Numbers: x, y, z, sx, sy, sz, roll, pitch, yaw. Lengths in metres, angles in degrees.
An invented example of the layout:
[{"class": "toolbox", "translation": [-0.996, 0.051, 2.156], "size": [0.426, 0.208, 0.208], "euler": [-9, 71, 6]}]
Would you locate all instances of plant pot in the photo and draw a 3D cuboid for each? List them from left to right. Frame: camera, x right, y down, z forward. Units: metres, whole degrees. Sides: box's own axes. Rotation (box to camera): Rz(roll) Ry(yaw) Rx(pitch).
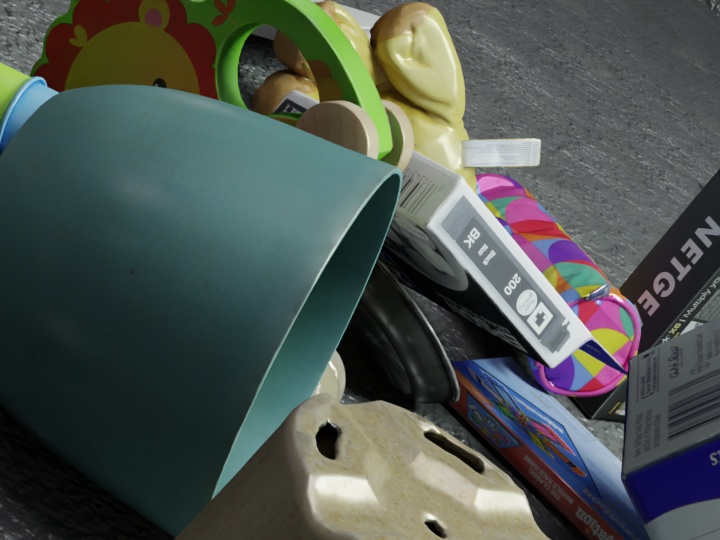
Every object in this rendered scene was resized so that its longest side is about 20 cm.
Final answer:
[{"class": "plant pot", "translation": [-0.096, 0.007, 0.992], "size": [0.160, 0.202, 0.201], "euler": [27, 19, 7]}, {"class": "plant pot", "translation": [-0.016, 0.156, 0.783], "size": [0.200, 0.184, 0.201], "euler": [31, 21, -13]}]

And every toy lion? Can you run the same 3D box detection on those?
[{"class": "toy lion", "translation": [-0.094, -0.092, 1.209], "size": [0.192, 0.200, 0.069], "euler": [59, 26, 9]}]

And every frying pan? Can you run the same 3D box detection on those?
[{"class": "frying pan", "translation": [0.009, 0.010, 1.244], "size": [0.115, 0.031, 0.191], "euler": [44, -17, 43]}]

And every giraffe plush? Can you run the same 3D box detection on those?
[{"class": "giraffe plush", "translation": [0.006, -0.104, 1.480], "size": [0.199, 0.174, 0.162], "euler": [16, 4, -20]}]

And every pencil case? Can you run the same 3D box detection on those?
[{"class": "pencil case", "translation": [0.118, 0.008, 1.454], "size": [0.088, 0.089, 0.200], "euler": [24, 16, -30]}]

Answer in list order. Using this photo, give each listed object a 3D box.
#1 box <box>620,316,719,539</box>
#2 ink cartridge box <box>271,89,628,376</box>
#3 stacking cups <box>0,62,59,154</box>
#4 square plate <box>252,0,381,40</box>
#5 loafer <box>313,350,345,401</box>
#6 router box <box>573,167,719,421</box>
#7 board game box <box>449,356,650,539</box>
[{"class": "box", "translation": [0.236, 0.146, 1.216], "size": [0.201, 0.104, 0.184], "euler": [62, 16, -13]}, {"class": "ink cartridge box", "translation": [0.049, -0.011, 1.302], "size": [0.200, 0.043, 0.198], "euler": [46, -9, -36]}, {"class": "stacking cups", "translation": [-0.172, -0.073, 1.164], "size": [0.199, 0.061, 0.060], "euler": [26, 18, 12]}, {"class": "square plate", "translation": [-0.062, -0.199, 1.647], "size": [0.199, 0.029, 0.198], "euler": [19, 11, 26]}, {"class": "loafer", "translation": [-0.092, 0.024, 1.115], "size": [0.199, 0.076, 0.068], "euler": [32, 14, -12]}, {"class": "router box", "translation": [0.249, 0.022, 1.488], "size": [0.157, 0.200, 0.052], "euler": [11, 34, -50]}, {"class": "board game box", "translation": [0.137, 0.128, 1.333], "size": [0.200, 0.019, 0.103], "euler": [44, 19, 22]}]
